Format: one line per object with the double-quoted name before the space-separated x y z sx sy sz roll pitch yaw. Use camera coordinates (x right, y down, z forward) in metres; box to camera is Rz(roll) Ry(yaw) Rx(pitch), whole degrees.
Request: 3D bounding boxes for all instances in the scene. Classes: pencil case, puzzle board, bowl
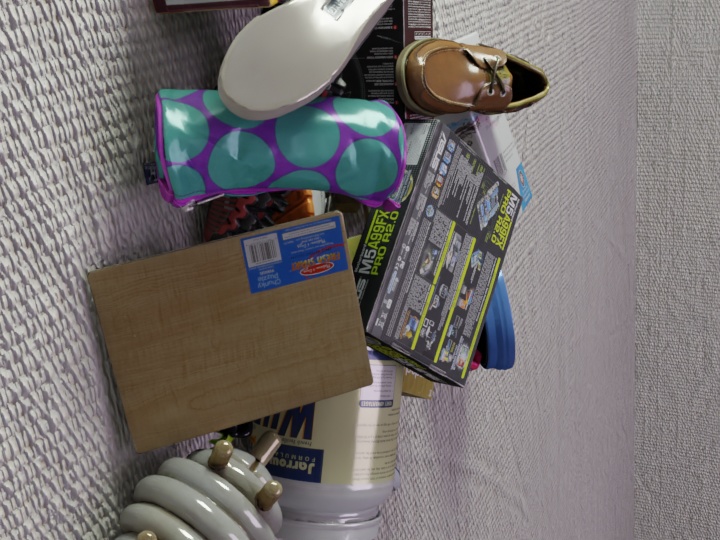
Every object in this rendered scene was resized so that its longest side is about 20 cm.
"pencil case" -0.064 -0.092 0.752 0.199 0.085 0.093 -2 86 -20
"puzzle board" -0.096 0.047 0.754 0.017 0.199 0.151 -143 -140 -67
"bowl" 0.175 0.047 1.376 0.201 0.039 0.201 168 -90 -87

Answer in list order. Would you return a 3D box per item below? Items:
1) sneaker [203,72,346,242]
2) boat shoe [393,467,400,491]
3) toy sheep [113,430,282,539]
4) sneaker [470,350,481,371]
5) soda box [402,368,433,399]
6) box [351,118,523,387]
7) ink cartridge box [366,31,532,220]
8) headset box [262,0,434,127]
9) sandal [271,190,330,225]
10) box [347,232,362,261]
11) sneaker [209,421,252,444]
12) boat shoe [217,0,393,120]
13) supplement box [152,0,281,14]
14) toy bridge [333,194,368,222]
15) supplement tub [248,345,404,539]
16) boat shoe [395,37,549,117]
"sneaker" -0.096 -0.110 0.837 0.201 0.098 0.071 -63 171 6
"boat shoe" 0.002 0.191 1.088 0.200 0.073 0.067 55 48 -53
"toy sheep" -0.123 0.203 0.754 0.200 0.138 0.138 -44 135 -32
"sneaker" 0.120 0.056 1.323 0.081 0.074 0.200 -60 144 -43
"soda box" 0.028 0.108 1.145 0.200 0.064 0.068 29 68 -64
"box" 0.067 -0.013 0.875 0.160 0.044 0.201 32 72 -46
"ink cartridge box" 0.079 -0.136 1.043 0.201 0.146 0.147 70 24 -11
"headset box" -0.010 -0.187 0.913 0.077 0.148 0.201 -27 118 -60
"sandal" -0.062 -0.073 0.902 0.059 0.079 0.208 -1 93 -62
"box" 0.000 0.000 0.980 0.200 0.050 0.076 -45 118 -87
"sneaker" -0.067 0.064 0.823 0.200 0.083 0.072 -52 149 1
"boat shoe" -0.039 -0.171 0.744 0.200 0.075 0.093 -47 180 -25
"supplement box" -0.081 -0.282 0.789 0.200 0.110 0.086 -51 138 -51
"toy bridge" -0.006 -0.095 1.080 0.200 0.027 0.067 63 38 -47
"supplement tub" -0.034 0.147 0.921 0.145 0.144 0.201 9 86 -65
"boat shoe" 0.108 -0.181 0.887 0.200 0.068 0.072 -14 102 -53
